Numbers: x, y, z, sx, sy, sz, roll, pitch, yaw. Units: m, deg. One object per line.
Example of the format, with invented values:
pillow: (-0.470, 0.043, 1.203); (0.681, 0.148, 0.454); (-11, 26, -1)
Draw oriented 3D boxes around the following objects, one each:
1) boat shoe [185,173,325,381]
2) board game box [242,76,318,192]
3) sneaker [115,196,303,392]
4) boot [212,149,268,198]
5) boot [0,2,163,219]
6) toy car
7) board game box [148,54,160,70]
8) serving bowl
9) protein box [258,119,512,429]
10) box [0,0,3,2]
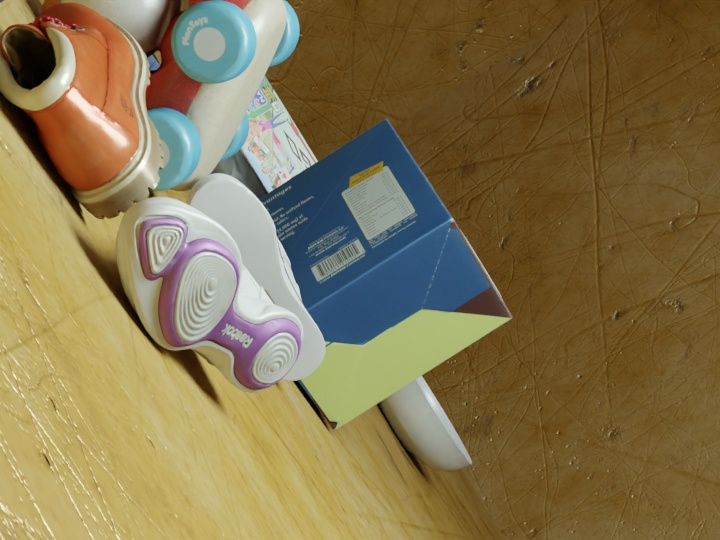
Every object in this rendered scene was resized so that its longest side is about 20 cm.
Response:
boat shoe: (-0.088, -0.002, 1.530); (0.200, 0.072, 0.066); (58, -2, -33)
board game box: (-0.110, -0.117, 2.111); (0.134, 0.029, 0.201); (-36, 95, -46)
sneaker: (-0.109, 0.008, 1.154); (0.099, 0.075, 0.200); (38, -9, 31)
boot: (-0.127, -0.097, 1.959); (0.200, 0.072, 0.182); (50, 20, -29)
boot: (-0.182, -0.128, 1.164); (0.107, 0.075, 0.200); (50, 8, -37)
toy car: (-0.175, -0.179, 1.490); (0.199, 0.178, 0.184); (31, 15, 4)
board game box: (-0.271, -0.290, 1.848); (0.200, 0.034, 0.136); (57, 3, -40)
serving bowl: (0.070, 0.189, 2.527); (0.201, 0.066, 0.200); (58, 2, -3)
protein box: (0.000, 0.000, 1.773); (0.135, 0.198, 0.200); (57, 2, -35)
box: (-0.272, -0.255, 1.148); (0.201, 0.048, 0.158); (58, 3, -6)
